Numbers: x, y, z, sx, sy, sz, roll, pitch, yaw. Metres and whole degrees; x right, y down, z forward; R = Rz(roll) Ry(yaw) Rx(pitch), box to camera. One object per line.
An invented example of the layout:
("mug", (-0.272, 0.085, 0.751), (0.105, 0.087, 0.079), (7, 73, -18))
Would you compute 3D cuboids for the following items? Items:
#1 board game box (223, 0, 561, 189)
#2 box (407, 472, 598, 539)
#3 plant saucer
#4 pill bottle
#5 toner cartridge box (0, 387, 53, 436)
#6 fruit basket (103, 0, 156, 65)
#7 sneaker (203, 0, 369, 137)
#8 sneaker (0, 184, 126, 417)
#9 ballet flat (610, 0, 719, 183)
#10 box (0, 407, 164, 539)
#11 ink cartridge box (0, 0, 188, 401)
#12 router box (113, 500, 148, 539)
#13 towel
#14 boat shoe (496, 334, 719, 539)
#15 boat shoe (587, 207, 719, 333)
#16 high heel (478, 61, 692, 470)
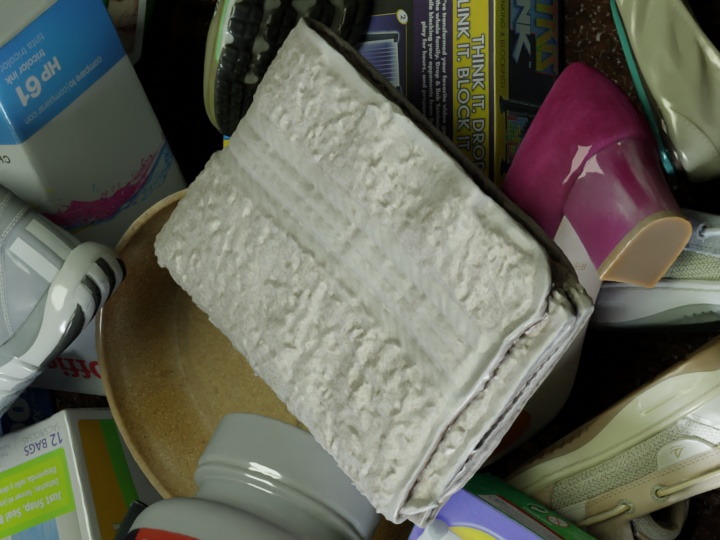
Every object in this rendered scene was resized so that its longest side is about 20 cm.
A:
("board game box", (0.013, -0.093, 1.389), (0.165, 0.057, 0.201), (-1, 87, 38))
("box", (0.045, 0.198, 1.251), (0.117, 0.048, 0.200), (30, 105, 34))
("plant saucer", (-0.029, 0.047, 1.372), (0.200, 0.035, 0.201), (13, 119, 26))
("pill bottle", (-0.065, 0.166, 1.269), (0.111, 0.111, 0.200), (8, 63, 40))
("toner cartridge box", (-0.216, 0.027, 1.585), (0.095, 0.043, 0.201), (-17, 77, 38))
("fruit basket", (-0.174, -0.189, 1.529), (0.185, 0.094, 0.201), (-6, 81, 40))
("sneaker", (-0.044, -0.159, 1.370), (0.089, 0.077, 0.201), (10, 89, 53))
("sneaker", (-0.197, 0.014, 1.402), (0.115, 0.075, 0.200), (41, 135, -6))
("ballet flat", (0.129, -0.133, 1.295), (0.069, 0.069, 0.200), (-34, 69, 34))
("box", (-0.124, 0.177, 1.460), (0.112, 0.101, 0.201), (-23, 73, 38))
("ink cartridge box", (-0.164, -0.041, 1.451), (0.144, 0.085, 0.200), (5, 130, 42))
("router box", (-0.077, 0.224, 1.345), (0.150, 0.062, 0.200), (24, 74, 1))
("towel", (0.000, 0.000, 1.259), (0.200, 0.034, 0.133), (45, 108, 32))
("boat shoe", (0.109, 0.095, 1.289), (0.200, 0.072, 0.065), (-37, 86, 41))
("boat shoe", (0.172, -0.012, 1.240), (0.202, 0.074, 0.065), (-9, 81, 48))
("high heel", (0.057, 0.007, 1.277), (0.200, 0.067, 0.096), (-53, 46, 33))
